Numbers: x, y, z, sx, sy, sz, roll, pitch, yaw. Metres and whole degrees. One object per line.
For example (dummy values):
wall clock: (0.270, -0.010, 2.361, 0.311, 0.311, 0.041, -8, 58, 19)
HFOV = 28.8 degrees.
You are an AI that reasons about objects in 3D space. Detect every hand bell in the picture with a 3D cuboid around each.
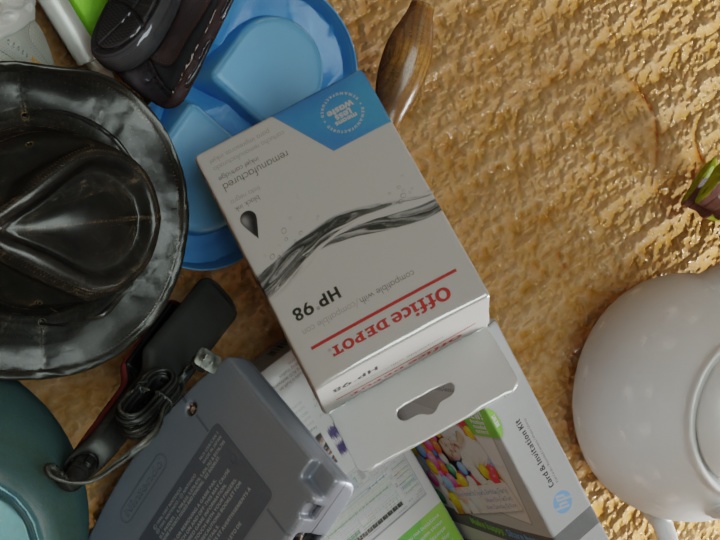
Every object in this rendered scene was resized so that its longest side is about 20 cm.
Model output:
hand bell: (0.010, -0.077, 0.907, 0.103, 0.104, 0.203, 17, 89, -26)

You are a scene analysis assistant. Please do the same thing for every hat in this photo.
hat: (-0.173, -0.024, 0.781, 0.198, 0.081, 0.204, -5, 99, -31)

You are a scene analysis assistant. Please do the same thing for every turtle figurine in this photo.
turtle figurine: (0.325, -0.021, 1.083, 0.160, 0.200, 0.065, 36, 108, -1)

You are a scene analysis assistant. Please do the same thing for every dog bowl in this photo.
dog bowl: (-0.085, -0.093, 0.904, 0.111, 0.049, 0.201, 39, 73, -22)

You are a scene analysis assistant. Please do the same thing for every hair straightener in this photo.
hair straightener: (-0.121, 0.061, 0.818, 0.041, 0.077, 0.200, 52, 33, -9)

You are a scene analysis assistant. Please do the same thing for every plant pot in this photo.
plant pot: (-0.237, 0.150, 0.782, 0.198, 0.134, 0.203, 0, 90, -27)

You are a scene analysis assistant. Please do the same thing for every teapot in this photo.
teapot: (0.260, 0.103, 1.024, 0.197, 0.146, 0.201, -38, 112, -17)

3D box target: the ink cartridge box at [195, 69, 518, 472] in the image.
ink cartridge box: (0.000, 0.000, 0.819, 0.115, 0.067, 0.202, -28, 72, -5)

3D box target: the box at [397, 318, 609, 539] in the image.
box: (0.080, 0.123, 0.933, 0.041, 0.155, 0.202, -34, 106, -23)

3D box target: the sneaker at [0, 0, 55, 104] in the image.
sneaker: (-0.258, -0.086, 0.804, 0.199, 0.075, 0.093, -32, 109, -22)

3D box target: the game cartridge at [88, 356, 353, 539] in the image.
game cartridge: (-0.098, 0.159, 0.834, 0.040, 0.133, 0.201, 17, 112, -53)

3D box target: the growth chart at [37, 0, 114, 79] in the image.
growth chart: (-0.135, -0.221, 0.883, 0.145, 0.018, 0.200, 51, 62, -20)

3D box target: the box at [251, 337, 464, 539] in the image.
box: (-0.029, 0.152, 0.945, 0.144, 0.036, 0.202, -36, 105, -22)

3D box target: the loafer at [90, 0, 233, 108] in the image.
loafer: (-0.096, -0.191, 0.862, 0.063, 0.071, 0.202, 47, 60, -42)
